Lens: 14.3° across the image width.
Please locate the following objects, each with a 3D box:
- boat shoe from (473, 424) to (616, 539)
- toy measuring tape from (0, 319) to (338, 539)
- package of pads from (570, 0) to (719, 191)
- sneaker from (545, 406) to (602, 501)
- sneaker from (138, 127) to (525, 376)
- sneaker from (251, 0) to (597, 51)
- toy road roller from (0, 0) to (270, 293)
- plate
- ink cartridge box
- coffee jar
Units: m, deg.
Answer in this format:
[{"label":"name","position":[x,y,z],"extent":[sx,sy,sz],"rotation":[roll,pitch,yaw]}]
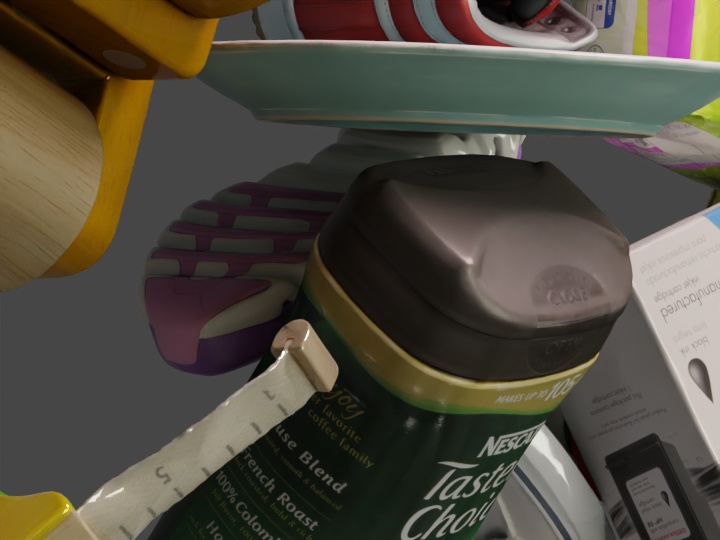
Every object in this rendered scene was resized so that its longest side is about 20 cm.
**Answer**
[{"label":"boat shoe","position":[0.062,0.113,1.119],"extent":[0.067,0.074,0.200],"rotation":[-37,121,-8]},{"label":"toy measuring tape","position":[-0.100,0.074,0.882],"extent":[0.200,0.074,0.074],"rotation":[-39,126,-9]},{"label":"package of pads","position":[0.154,-0.116,1.212],"extent":[0.200,0.068,0.155],"rotation":[14,80,-62]},{"label":"sneaker","position":[0.137,0.032,1.197],"extent":[0.200,0.077,0.085],"rotation":[-36,93,-38]},{"label":"sneaker","position":[0.000,0.000,1.039],"extent":[0.200,0.080,0.089],"rotation":[-35,127,-47]},{"label":"sneaker","position":[0.058,-0.131,1.075],"extent":[0.200,0.112,0.071],"rotation":[-42,123,-44]},{"label":"toy road roller","position":[-0.083,-0.099,0.867],"extent":[0.123,0.146,0.200],"rotation":[33,65,-47]},{"label":"plate","position":[0.032,-0.059,0.963],"extent":[0.200,0.200,0.026],"rotation":[2,91,-52]},{"label":"ink cartridge box","position":[0.155,0.076,1.101],"extent":[0.116,0.067,0.200],"rotation":[-25,89,-42]},{"label":"coffee jar","position":[0.007,0.053,0.956],"extent":[0.104,0.085,0.200],"rotation":[-9,137,-48]}]
